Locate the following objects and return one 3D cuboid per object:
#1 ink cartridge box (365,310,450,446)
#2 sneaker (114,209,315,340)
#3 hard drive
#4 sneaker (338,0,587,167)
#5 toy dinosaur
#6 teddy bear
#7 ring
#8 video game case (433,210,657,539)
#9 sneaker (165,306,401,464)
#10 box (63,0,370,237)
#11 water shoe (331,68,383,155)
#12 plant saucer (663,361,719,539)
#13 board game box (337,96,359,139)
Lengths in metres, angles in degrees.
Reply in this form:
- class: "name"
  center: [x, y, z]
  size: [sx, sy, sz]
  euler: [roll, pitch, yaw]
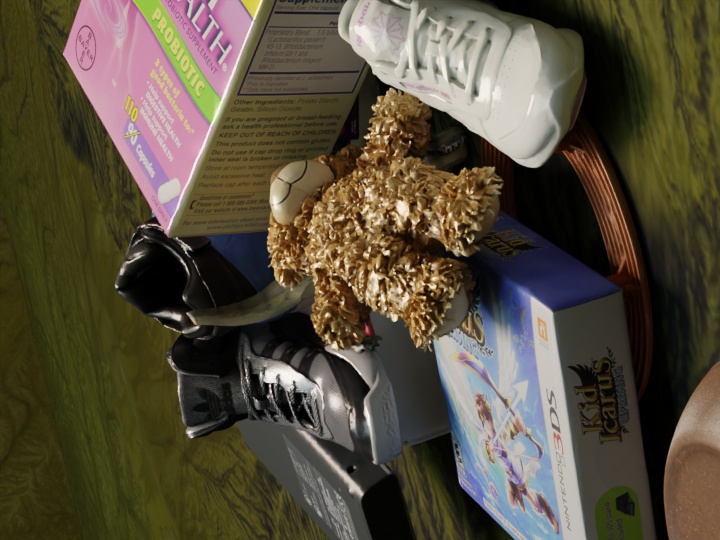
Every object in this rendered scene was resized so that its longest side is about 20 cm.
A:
- class: "ink cartridge box"
  center: [0.014, 0.038, 1.438]
  size: [0.200, 0.083, 0.147]
  euler: [163, 89, -74]
- class: "sneaker"
  center: [-0.120, -0.032, 1.386]
  size: [0.200, 0.111, 0.077]
  euler: [48, 144, 31]
- class: "hard drive"
  center: [-0.032, 0.128, 1.480]
  size: [0.200, 0.033, 0.140]
  euler: [44, 160, 39]
- class: "sneaker"
  center: [0.049, -0.106, 1.137]
  size: [0.200, 0.099, 0.076]
  euler: [35, 112, 64]
- class: "toy dinosaur"
  center: [0.000, 0.000, 1.311]
  size: [0.088, 0.199, 0.047]
  euler: [51, 177, 10]
- class: "teddy bear"
  center: [0.006, -0.025, 1.201]
  size: [0.200, 0.066, 0.146]
  euler: [49, 121, 51]
- class: "ring"
  center: [0.107, -0.013, 1.198]
  size: [0.200, 0.019, 0.202]
  euler: [163, 90, -73]
- class: "video game case"
  center: [0.095, 0.070, 1.207]
  size: [0.200, 0.045, 0.183]
  euler: [-141, 39, -64]
- class: "sneaker"
  center: [-0.053, 0.079, 1.352]
  size: [0.200, 0.113, 0.076]
  euler: [-139, 36, -59]
- class: "box"
  center: [-0.082, -0.153, 1.309]
  size: [0.176, 0.096, 0.201]
  euler: [57, 136, 34]
- class: "water shoe"
  center: [-0.037, -0.092, 1.488]
  size: [0.201, 0.078, 0.072]
  euler: [100, 150, -57]
- class: "plant saucer"
  center: [0.194, 0.142, 1.032]
  size: [0.200, 0.036, 0.202]
  euler: [162, 90, -74]
- class: "board game box"
  center: [-0.068, -0.147, 1.398]
  size: [0.199, 0.032, 0.121]
  euler: [7, 96, 54]
